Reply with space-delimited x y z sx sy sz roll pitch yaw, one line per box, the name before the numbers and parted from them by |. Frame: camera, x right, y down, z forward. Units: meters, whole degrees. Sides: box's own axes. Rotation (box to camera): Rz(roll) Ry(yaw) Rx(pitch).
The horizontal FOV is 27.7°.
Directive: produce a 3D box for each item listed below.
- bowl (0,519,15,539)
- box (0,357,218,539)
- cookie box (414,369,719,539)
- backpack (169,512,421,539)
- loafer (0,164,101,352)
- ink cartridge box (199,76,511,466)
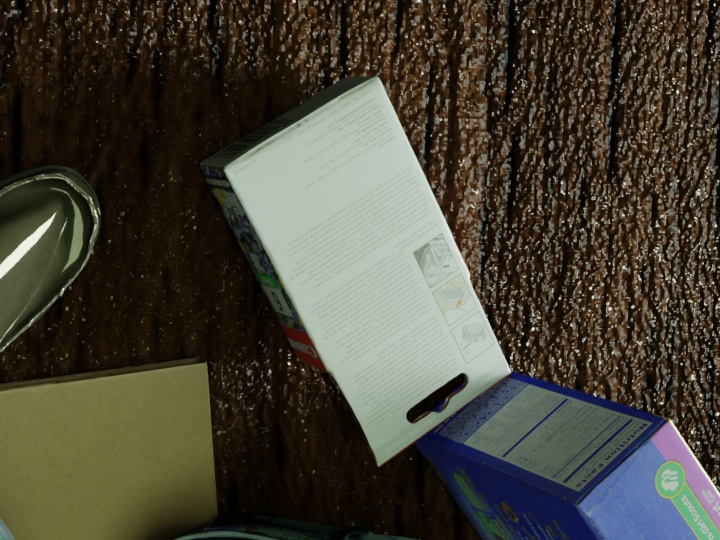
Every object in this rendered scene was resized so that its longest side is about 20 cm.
bowl | -0.230 0.174 0.705 0.105 0.200 0.202 -20 105 -49
box | -0.156 0.158 0.813 0.162 0.021 0.202 -7 98 -24
cookie box | 0.139 0.151 0.850 0.075 0.200 0.172 -41 110 -15
backpack | -0.006 0.224 0.780 0.150 0.199 0.179 5 88 -66
loafer | -0.203 0.021 0.744 0.200 0.069 0.075 -47 112 -24
ink cartridge box | 0.000 0.000 0.855 0.109 0.050 0.201 -32 108 -19
